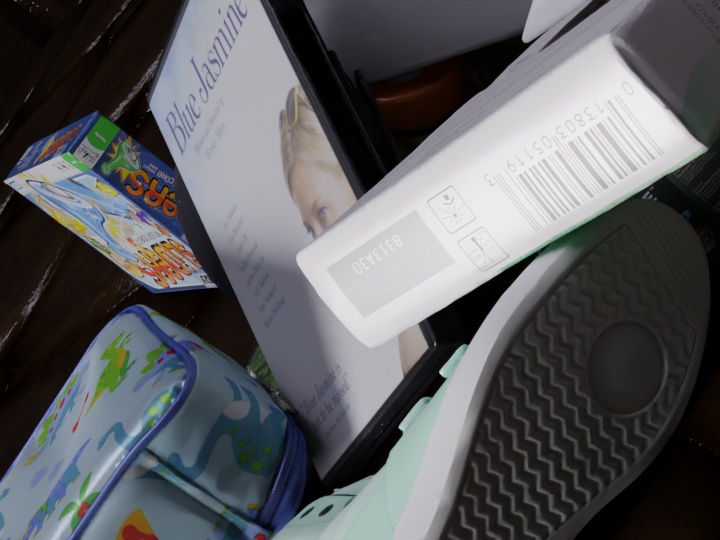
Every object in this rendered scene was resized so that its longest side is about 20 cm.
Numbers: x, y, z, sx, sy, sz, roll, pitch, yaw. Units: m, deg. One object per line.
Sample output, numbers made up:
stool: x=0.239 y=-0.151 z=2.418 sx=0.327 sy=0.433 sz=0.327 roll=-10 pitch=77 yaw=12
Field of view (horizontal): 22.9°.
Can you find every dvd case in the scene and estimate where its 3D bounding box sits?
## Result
dvd case: x=-0.029 y=-0.027 z=0.716 sx=0.018 sy=0.200 sz=0.143 roll=-16 pitch=-21 yaw=-26

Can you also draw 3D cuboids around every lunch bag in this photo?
lunch bag: x=-0.112 y=0.116 z=0.744 sx=0.200 sy=0.082 sz=0.161 roll=-55 pitch=22 yaw=-3

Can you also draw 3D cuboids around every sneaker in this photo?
sneaker: x=0.028 y=0.059 z=0.581 sx=0.201 sy=0.074 sz=0.118 roll=-58 pitch=24 yaw=-8

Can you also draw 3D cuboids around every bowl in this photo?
bowl: x=0.056 y=-0.164 z=0.816 sx=0.200 sy=0.075 sz=0.200 roll=-17 pitch=21 yaw=6

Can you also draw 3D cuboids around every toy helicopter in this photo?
toy helicopter: x=0.034 y=-0.095 z=0.852 sx=0.132 sy=0.079 sz=0.200 roll=-31 pitch=31 yaw=-17

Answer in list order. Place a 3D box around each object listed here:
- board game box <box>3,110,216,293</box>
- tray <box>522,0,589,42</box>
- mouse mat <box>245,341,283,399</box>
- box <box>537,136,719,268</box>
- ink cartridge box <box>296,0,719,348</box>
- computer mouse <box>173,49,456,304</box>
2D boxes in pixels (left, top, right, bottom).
board game box: x=-0.151 y=-0.040 z=1.164 sx=0.034 sy=0.135 sz=0.200 roll=-56 pitch=16 yaw=-14
tray: x=0.134 y=-0.166 z=0.656 sx=0.200 sy=0.022 sz=0.107 roll=-48 pitch=10 yaw=-28
mouse mat: x=0.000 y=0.000 z=0.904 sx=0.200 sy=0.008 sz=0.161 roll=-34 pitch=25 yaw=44
box: x=0.133 y=-0.085 z=0.647 sx=0.200 sy=0.046 sz=0.159 roll=-49 pitch=16 yaw=11
ink cartridge box: x=0.086 y=-0.067 z=0.608 sx=0.161 sy=0.050 sz=0.200 roll=-34 pitch=5 yaw=46
computer mouse: x=-0.019 y=-0.028 z=0.788 sx=0.053 sy=0.139 sz=0.200 roll=-25 pitch=12 yaw=-26
